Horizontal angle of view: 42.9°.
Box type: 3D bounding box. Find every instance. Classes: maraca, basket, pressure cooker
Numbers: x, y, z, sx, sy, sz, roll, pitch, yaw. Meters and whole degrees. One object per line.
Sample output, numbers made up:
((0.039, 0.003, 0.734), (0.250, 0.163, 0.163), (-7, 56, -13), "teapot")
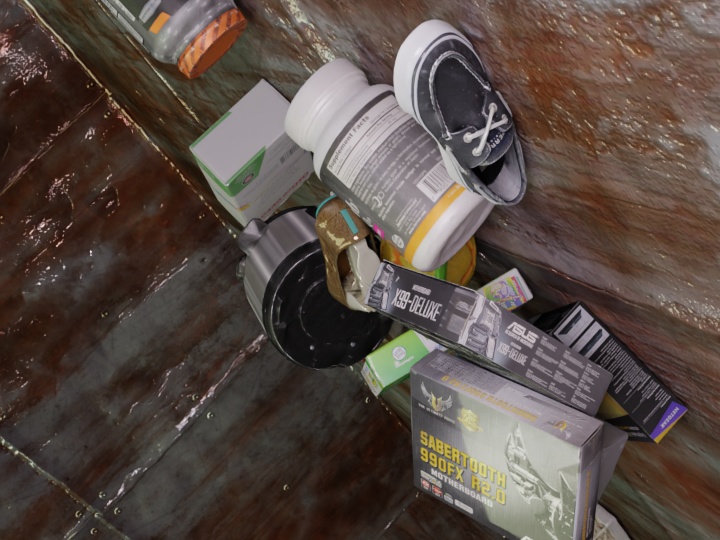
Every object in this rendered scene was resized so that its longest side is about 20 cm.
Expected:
((0.073, -0.021, 1.052), (0.106, 0.139, 0.200), (3, -174, -8), "maraca")
((0.441, 0.532, 1.772), (0.200, 0.123, 0.135), (51, 170, -36), "basket")
((-0.061, 0.012, 1.157), (0.200, 0.177, 0.178), (-133, 32, -63), "pressure cooker")

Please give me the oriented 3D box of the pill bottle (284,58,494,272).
((0.028, -0.103, 0.876), (0.200, 0.116, 0.116), (43, 171, 14), "pill bottle")

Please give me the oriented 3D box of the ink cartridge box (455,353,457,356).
((0.180, 0.191, 1.094), (0.200, 0.117, 0.067), (39, -162, 29), "ink cartridge box")

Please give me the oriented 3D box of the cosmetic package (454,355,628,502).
((0.176, 0.181, 1.003), (0.199, 0.108, 0.090), (28, -162, 35), "cosmetic package")

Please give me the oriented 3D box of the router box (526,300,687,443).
((0.253, 0.116, 1.024), (0.157, 0.052, 0.200), (45, 171, 3), "router box")

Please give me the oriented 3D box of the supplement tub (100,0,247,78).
((-0.231, -0.325, 1.045), (0.200, 0.123, 0.123), (45, 171, -5), "supplement tub")

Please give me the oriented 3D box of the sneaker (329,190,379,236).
((0.012, -0.096, 1.169), (0.080, 0.074, 0.200), (32, 174, 10), "sneaker")

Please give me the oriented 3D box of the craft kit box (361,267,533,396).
((0.097, 0.080, 1.102), (0.049, 0.199, 0.198), (58, 174, 11), "craft kit box")

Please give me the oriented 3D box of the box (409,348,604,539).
((0.141, 0.186, 0.917), (0.199, 0.048, 0.160), (22, 129, 36), "box")

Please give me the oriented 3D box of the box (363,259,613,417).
((0.122, 0.065, 0.885), (0.199, 0.050, 0.157), (30, 175, -32), "box")

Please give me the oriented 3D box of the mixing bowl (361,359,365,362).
((0.005, 0.106, 1.906), (0.200, 0.108, 0.200), (45, 171, 8), "mixing bowl")

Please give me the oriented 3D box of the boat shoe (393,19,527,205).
((0.087, -0.112, 0.714), (0.068, 0.072, 0.200), (41, 172, 34), "boat shoe")

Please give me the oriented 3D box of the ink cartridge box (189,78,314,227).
((-0.150, -0.160, 1.327), (0.087, 0.145, 0.200), (43, 171, 15), "ink cartridge box")

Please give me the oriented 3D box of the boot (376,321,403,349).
((0.041, 0.038, 1.307), (0.072, 0.155, 0.200), (40, 166, -12), "boot")

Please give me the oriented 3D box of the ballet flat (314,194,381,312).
((0.000, 0.000, 0.973), (0.072, 0.067, 0.201), (50, 165, 30), "ballet flat")
